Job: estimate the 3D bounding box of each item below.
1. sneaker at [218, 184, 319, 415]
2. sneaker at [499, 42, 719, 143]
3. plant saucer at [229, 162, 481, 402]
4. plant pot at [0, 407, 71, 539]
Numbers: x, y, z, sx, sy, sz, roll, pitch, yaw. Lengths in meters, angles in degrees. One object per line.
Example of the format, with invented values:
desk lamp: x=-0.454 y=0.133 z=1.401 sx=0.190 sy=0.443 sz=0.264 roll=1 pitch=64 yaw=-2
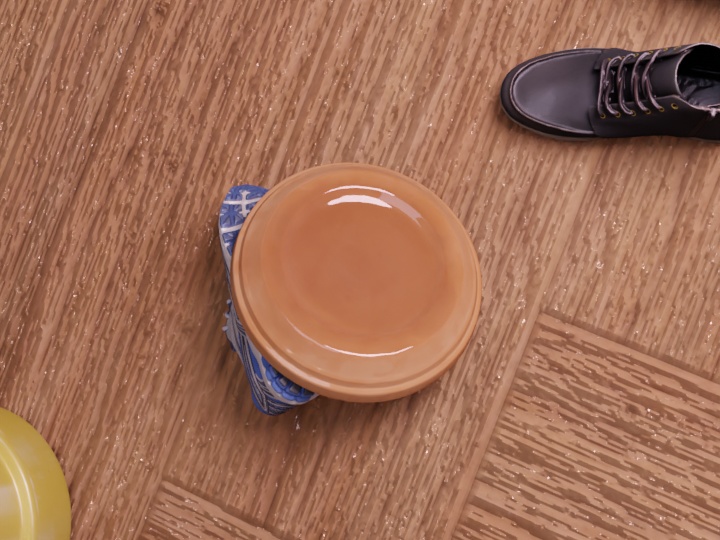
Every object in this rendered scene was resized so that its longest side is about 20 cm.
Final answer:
sneaker: x=-0.084 y=0.025 z=0.938 sx=0.085 sy=0.076 sz=0.202 roll=-49 pitch=46 yaw=48
sneaker: x=0.197 y=-0.141 z=0.863 sx=0.197 sy=0.106 sz=0.076 roll=4 pitch=86 yaw=15
plant saucer: x=0.000 y=0.000 z=0.888 sx=0.197 sy=0.038 sz=0.203 roll=5 pitch=63 yaw=-9
plant pot: x=-0.365 y=0.211 z=0.940 sx=0.198 sy=0.189 sz=0.204 roll=-1 pitch=84 yaw=14
